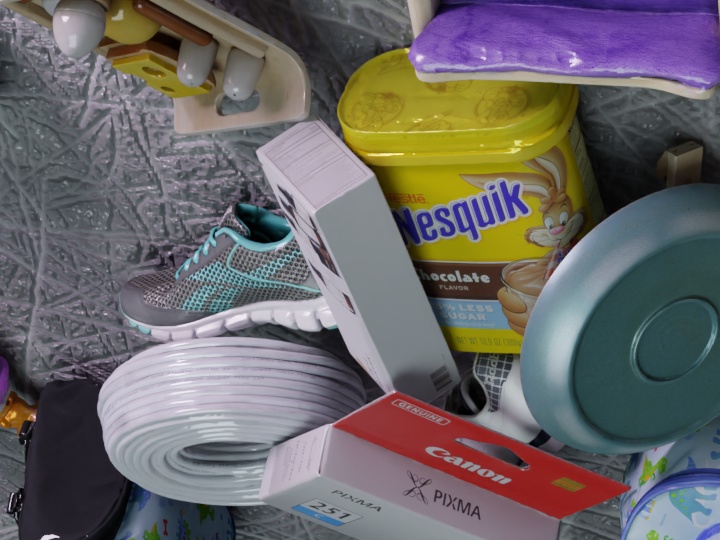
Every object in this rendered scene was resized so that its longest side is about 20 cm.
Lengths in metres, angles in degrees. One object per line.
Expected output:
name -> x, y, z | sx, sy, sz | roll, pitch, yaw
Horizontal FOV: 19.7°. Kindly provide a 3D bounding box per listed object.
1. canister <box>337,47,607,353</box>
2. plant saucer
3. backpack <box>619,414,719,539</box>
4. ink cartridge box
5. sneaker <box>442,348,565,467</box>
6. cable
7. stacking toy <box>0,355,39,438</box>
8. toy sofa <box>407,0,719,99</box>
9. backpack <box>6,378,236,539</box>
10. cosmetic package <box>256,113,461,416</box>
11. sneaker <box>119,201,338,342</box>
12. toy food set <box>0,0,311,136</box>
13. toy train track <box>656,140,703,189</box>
canister -> 0.085, -0.042, 1.333 | 0.148, 0.087, 0.200 | -1, 134, 25
plant saucer -> 0.194, 0.039, 1.314 | 0.199, 0.027, 0.201 | -15, 127, -21
backpack -> 0.277, 0.184, 1.419 | 0.199, 0.147, 0.183 | 13, 137, 2
ink cartridge box -> 0.056, 0.156, 1.436 | 0.199, 0.045, 0.176 | 23, 153, -22
sneaker -> 0.092, 0.107, 1.468 | 0.080, 0.077, 0.200 | 14, 148, -8
cable -> -0.094, 0.112, 1.522 | 0.199, 0.070, 0.199 | 21, 148, -41
stacking toy -> -0.317, 0.085, 1.641 | 0.109, 0.117, 0.200 | -22, 135, 39
toy sofa -> 0.122, -0.165, 1.183 | 0.199, 0.098, 0.083 | 6, 136, 19
backpack -> -0.184, 0.202, 1.650 | 0.153, 0.164, 0.200 | -2, 141, 5
cosmetic package -> 0.000, 0.000, 1.343 | 0.051, 0.083, 0.200 | -32, 133, -8
sneaker -> -0.086, -0.006, 1.466 | 0.199, 0.078, 0.092 | -7, 115, 24
toy food set -> -0.148, -0.134, 1.293 | 0.200, 0.061, 0.143 | 26, 162, -36
toy train track -> 0.198, 0.006, 1.349 | 0.033, 0.114, 0.201 | 36, 137, 44
